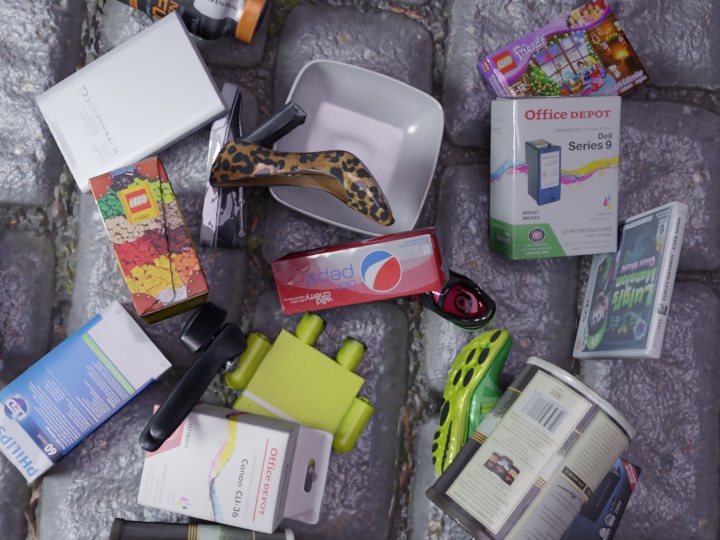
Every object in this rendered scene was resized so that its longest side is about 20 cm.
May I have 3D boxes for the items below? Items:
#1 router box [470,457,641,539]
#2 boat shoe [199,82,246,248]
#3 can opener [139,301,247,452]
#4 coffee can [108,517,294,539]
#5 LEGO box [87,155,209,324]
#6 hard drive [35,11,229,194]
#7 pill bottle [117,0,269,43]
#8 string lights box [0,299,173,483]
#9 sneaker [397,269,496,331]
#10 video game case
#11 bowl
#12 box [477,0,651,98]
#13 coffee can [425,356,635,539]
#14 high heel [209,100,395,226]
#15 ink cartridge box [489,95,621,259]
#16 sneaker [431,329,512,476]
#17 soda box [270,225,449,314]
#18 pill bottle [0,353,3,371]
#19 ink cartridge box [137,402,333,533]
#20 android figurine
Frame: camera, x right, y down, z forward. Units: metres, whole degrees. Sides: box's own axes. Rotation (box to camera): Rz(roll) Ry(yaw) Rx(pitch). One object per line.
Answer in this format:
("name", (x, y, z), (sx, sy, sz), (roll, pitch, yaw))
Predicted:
("router box", (0.244, 0.303, 1.051), (0.150, 0.062, 0.200), (27, 80, -6))
("boat shoe", (-0.152, -0.126, 1.014), (0.068, 0.072, 0.201), (6, 85, -9))
("can opener", (-0.188, 0.123, 0.929), (0.079, 0.063, 0.200), (30, 45, -4))
("coffee can", (-0.180, 0.356, 0.919), (0.199, 0.146, 0.147), (7, 83, -11))
("LEGO box", (-0.230, -0.025, 0.922), (0.077, 0.200, 0.149), (-21, 88, -13))
("hard drive", (-0.270, -0.196, 0.982), (0.200, 0.025, 0.132), (-29, 85, 8))
("pill bottle", (-0.211, -0.348, 1.008), (0.200, 0.106, 0.106), (22, 80, -8))
("string lights box", (-0.327, 0.137, 0.958), (0.200, 0.059, 0.103), (-40, 92, -12))
("sneaker", (0.084, 0.013, 1.039), (0.200, 0.084, 0.077), (21, 80, -8))
("video game case", (0.328, 0.020, 1.027), (0.023, 0.200, 0.182), (15, 81, -8))
("bowl", (-0.009, -0.147, 1.043), (0.199, 0.075, 0.200), (18, 82, -9))
("box", (0.278, -0.268, 1.130), (0.200, 0.039, 0.137), (-30, 90, -12))
("coffee can", (0.192, 0.221, 0.941), (0.146, 0.146, 0.200), (40, 83, -5))
("high heel", (-0.069, -0.088, 0.947), (0.143, 0.071, 0.200), (-41, 76, -19))
("ink cartridge box", (0.246, -0.121, 1.059), (0.145, 0.088, 0.201), (-3, 100, -11))
("sneaker", (0.151, 0.170, 1.049), (0.083, 0.074, 0.200), (21, 85, -23))
("soda box", (0.000, 0.000, 0.984), (0.200, 0.063, 0.070), (-10, 99, 17))
("pill bottle", (-0.475, 0.031, 0.913), (0.112, 0.112, 0.200), (-16, 88, -12))
("ink cartridge box", (-0.140, 0.224, 0.948), (0.199, 0.067, 0.117), (10, 90, 7))
("android figurine", (-0.078, 0.156, 1.016), (0.182, 0.041, 0.200), (34, 77, -6))
